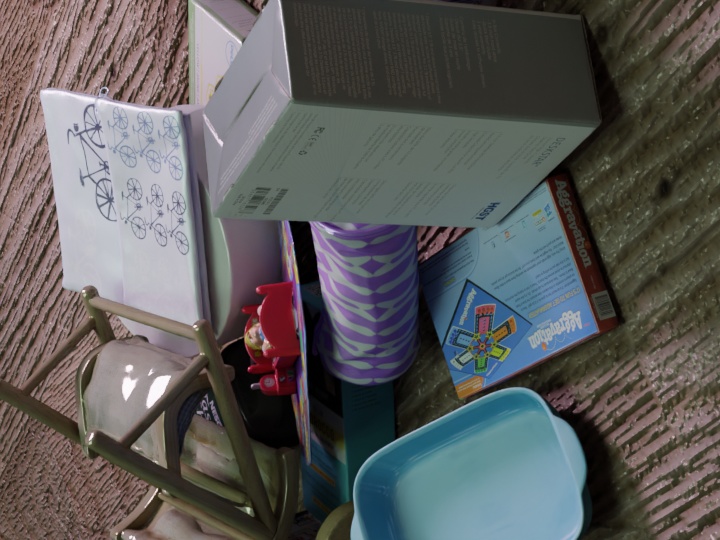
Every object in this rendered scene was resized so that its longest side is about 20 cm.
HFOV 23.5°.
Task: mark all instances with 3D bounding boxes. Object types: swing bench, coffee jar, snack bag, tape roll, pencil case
[{"bbox_3d":[-0.160,0.137,1.384,0.198,0.130,0.201,14,144,53],"label":"swing bench"},{"bbox_3d":[-0.101,0.125,1.530,0.200,0.085,0.105,-44,65,59],"label":"coffee jar"},{"bbox_3d":[-0.196,-0.053,1.410,0.199,0.021,0.191,16,119,42],"label":"snack bag"},{"bbox_3d":[-0.147,-0.033,1.435,0.201,0.070,0.204,22,122,40],"label":"tape roll"},{"bbox_3d":[0.000,0.000,1.224,0.201,0.085,0.085,84,-176,-51],"label":"pencil case"}]

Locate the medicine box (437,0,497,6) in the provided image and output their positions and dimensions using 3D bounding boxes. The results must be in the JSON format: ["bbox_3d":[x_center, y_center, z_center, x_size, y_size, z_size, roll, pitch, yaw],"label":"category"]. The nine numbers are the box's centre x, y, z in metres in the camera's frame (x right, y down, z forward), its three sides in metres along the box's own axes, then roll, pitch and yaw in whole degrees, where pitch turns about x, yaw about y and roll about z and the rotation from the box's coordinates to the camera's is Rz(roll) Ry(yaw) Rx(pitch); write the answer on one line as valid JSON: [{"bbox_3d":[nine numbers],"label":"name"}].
[{"bbox_3d":[0.010,-0.250,1.114,0.201,0.102,0.183,58,148,28],"label":"medicine box"}]

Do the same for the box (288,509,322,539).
[{"bbox_3d":[-0.076,0.248,1.420,0.110,0.198,0.035,19,122,59],"label":"box"}]

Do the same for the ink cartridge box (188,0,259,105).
[{"bbox_3d":[-0.079,-0.123,1.409,0.200,0.048,0.147,45,140,48],"label":"ink cartridge box"}]

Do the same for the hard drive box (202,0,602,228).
[{"bbox_3d":[0.021,-0.093,1.055,0.156,0.198,0.078,134,133,-57],"label":"hard drive box"}]

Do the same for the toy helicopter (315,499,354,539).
[{"bbox_3d":[0.000,0.273,1.363,0.079,0.131,0.202,29,128,53],"label":"toy helicopter"}]

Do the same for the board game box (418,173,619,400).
[{"bbox_3d":[0.101,0.016,1.167,0.200,0.019,0.104,-35,70,62],"label":"board game box"}]

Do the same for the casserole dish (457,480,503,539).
[{"bbox_3d":[0.100,0.231,1.240,0.201,0.039,0.122,56,144,30],"label":"casserole dish"}]

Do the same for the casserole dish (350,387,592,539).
[{"bbox_3d":[0.079,0.159,1.182,0.199,0.039,0.122,-30,68,30],"label":"casserole dish"}]

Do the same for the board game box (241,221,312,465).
[{"bbox_3d":[-0.068,0.052,1.327,0.159,0.039,0.202,-106,11,-54],"label":"board game box"}]

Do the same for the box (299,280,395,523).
[{"bbox_3d":[-0.013,0.113,1.397,0.082,0.049,0.202,30,129,53],"label":"box"}]
